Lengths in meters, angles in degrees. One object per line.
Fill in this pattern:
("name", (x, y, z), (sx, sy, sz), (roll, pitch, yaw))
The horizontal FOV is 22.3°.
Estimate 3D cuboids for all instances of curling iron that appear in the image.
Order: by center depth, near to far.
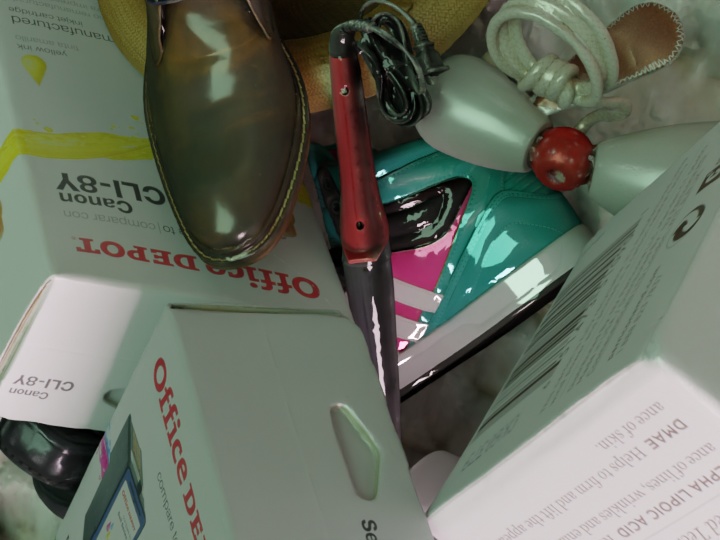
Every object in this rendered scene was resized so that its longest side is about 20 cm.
("curling iron", (0.009, -0.014, 0.774), (0.049, 0.026, 0.201), (17, 117, 34))

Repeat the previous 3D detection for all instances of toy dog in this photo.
("toy dog", (0.132, -0.058, 0.770), (0.200, 0.096, 0.132), (36, 145, -2))

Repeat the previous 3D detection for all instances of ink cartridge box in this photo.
("ink cartridge box", (-0.056, 0.130, 0.726), (0.200, 0.087, 0.146), (-58, 39, 39))
("ink cartridge box", (-0.102, -0.029, 0.813), (0.084, 0.145, 0.200), (-56, 38, 34))

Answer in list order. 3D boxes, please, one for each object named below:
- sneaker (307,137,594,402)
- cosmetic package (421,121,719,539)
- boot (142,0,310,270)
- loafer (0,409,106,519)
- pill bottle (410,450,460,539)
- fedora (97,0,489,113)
("sneaker", (0.000, 0.000, 0.847), (0.200, 0.084, 0.121), (-35, 82, 16))
("cosmetic package", (0.166, 0.068, 0.661), (0.200, 0.165, 0.165), (37, 144, -4))
("boot", (-0.070, -0.105, 0.736), (0.074, 0.097, 0.201), (-13, 64, 14))
("loafer", (-0.122, 0.087, 0.849), (0.068, 0.201, 0.070), (40, 93, 10))
("pill bottle", (0.098, 0.163, 0.792), (0.200, 0.113, 0.113), (28, 105, 24))
("fedora", (-0.020, -0.143, 0.838), (0.200, 0.082, 0.201), (-6, 68, 16))
